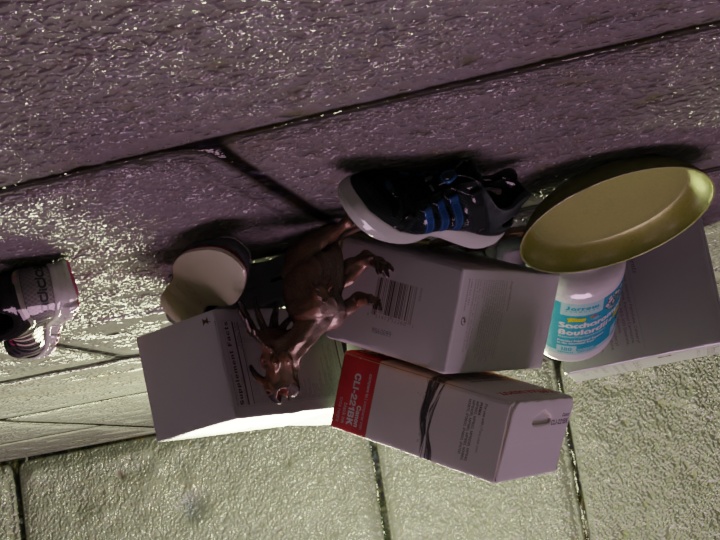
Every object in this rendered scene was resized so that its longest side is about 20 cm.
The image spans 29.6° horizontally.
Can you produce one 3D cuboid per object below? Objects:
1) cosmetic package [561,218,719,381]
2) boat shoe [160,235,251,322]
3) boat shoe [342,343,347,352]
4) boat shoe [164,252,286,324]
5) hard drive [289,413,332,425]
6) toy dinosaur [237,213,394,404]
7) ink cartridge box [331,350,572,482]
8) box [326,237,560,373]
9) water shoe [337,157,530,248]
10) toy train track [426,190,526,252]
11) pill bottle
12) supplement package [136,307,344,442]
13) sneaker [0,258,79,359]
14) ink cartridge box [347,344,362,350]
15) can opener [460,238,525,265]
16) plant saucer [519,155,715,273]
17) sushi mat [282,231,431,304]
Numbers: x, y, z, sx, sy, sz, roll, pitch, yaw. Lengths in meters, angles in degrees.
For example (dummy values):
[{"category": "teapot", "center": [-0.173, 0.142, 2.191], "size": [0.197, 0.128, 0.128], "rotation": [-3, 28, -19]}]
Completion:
[{"category": "cosmetic package", "center": [0.342, 0.036, 1.698], "size": [0.199, 0.167, 0.167], "rotation": [-13, 170, 12]}, {"category": "boat shoe", "center": [-0.146, 0.002, 1.351], "size": [0.063, 0.071, 0.200], "rotation": [-50, -176, -27]}, {"category": "boat shoe", "center": [-0.114, 0.092, 1.548], "size": [0.199, 0.068, 0.074], "rotation": [-6, 166, 5]}, {"category": "boat shoe", "center": [-0.114, 0.026, 1.480], "size": [0.199, 0.072, 0.062], "rotation": [-14, 162, 14]}, {"category": "hard drive", "center": [-0.024, 0.156, 1.619], "size": [0.135, 0.042, 0.200], "rotation": [-15, 166, 41]}, {"category": "toy dinosaur", "center": [-0.051, 0.015, 1.305], "size": [0.135, 0.200, 0.086], "rotation": [-19, 131, 37]}, {"category": "ink cartridge box", "center": [0.095, 0.144, 1.394], "size": [0.200, 0.084, 0.144], "rotation": [14, -175, 33]}, {"category": "box", "center": [0.089, 0.036, 1.410], "size": [0.152, 0.107, 0.200], "rotation": [15, -174, 36]}, {"category": "water shoe", "center": [0.065, -0.070, 1.179], "size": [0.200, 0.072, 0.079], "rotation": [3, 137, -46]}, {"category": "toy train track", "center": [0.126, -0.055, 1.363], "size": [0.114, 0.033, 0.200], "rotation": [-7, 169, -4]}, {"category": "pill bottle", "center": [0.238, 0.011, 1.526], "size": [0.110, 0.111, 0.200], "rotation": [-9, 147, 0]}, {"category": "supplement package", "center": [-0.115, 0.104, 1.397], "size": [0.109, 0.114, 0.200], "rotation": [-20, 168, 33]}, {"category": "sneaker", "center": [-0.344, 0.041, 1.359], "size": [0.087, 0.074, 0.200], "rotation": [-5, 164, -26]}, {"category": "ink cartridge box", "center": [-0.014, 0.078, 1.664], "size": [0.116, 0.067, 0.200], "rotation": [23, 156, -1]}, {"category": "can opener", "center": [0.132, -0.011, 1.610], "size": [0.199, 0.053, 0.067], "rotation": [-11, 136, -3]}, {"category": "plant saucer", "center": [0.248, -0.059, 1.341], "size": [0.199, 0.031, 0.200], "rotation": [-13, 155, -6]}, {"category": "sushi mat", "center": [0.000, 0.000, 1.453], "size": [0.200, 0.012, 0.096], "rotation": [3, 127, -57]}]
